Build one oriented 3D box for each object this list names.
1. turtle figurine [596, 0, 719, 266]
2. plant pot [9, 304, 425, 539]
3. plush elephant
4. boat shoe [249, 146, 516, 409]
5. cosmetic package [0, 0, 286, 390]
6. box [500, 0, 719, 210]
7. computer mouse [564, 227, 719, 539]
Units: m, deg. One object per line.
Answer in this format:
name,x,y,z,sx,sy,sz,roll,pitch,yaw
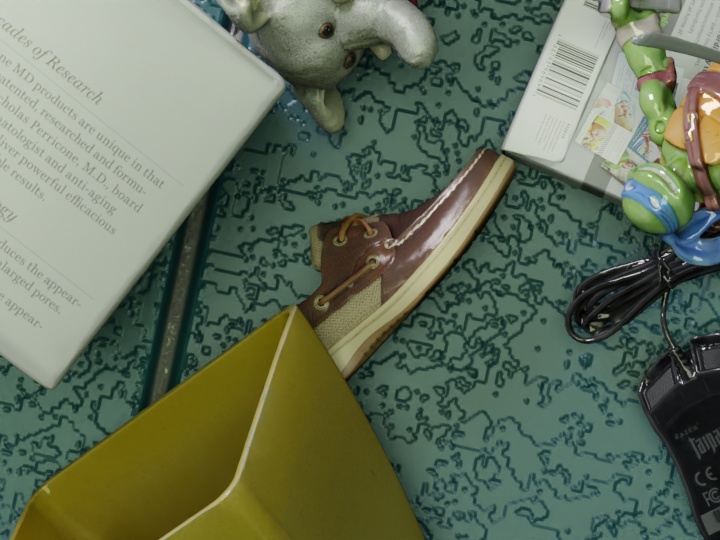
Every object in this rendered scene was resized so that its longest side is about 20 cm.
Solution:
turtle figurine,0.190,-0.123,1.410,0.194,0.144,0.200,-40,101,-20
plant pot,-0.065,0.175,1.441,0.200,0.200,0.177,-36,106,22
plush elephant,-0.001,-0.163,1.478,0.199,0.165,0.156,2,72,31
boat shoe,0.000,0.000,1.517,0.072,0.072,0.200,43,97,2
cosmetic package,-0.168,-0.076,1.461,0.165,0.165,0.200,38,90,-14
box,0.197,-0.096,1.521,0.199,0.041,0.157,23,90,4
computer mouse,0.215,0.062,1.499,0.140,0.046,0.201,-35,86,23
